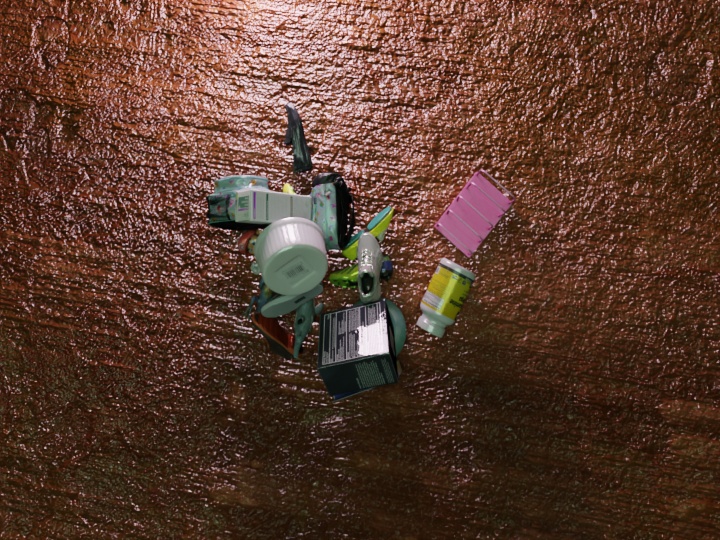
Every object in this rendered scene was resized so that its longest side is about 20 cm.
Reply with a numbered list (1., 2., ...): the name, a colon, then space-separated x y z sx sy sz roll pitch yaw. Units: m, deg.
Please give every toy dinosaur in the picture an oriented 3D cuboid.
1. toy dinosaur: -0.269 0.078 1.647 0.102 0.203 0.184 23 129 -9

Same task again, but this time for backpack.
1. backpack: -0.317 -0.190 1.564 0.194 0.174 0.159 7 94 29
2. backpack: -0.089 -0.157 1.566 0.122 0.167 0.208 -1 83 16

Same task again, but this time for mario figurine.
1. mario figurine: -0.250 -0.053 1.545 0.193 0.106 0.128 10 71 -4

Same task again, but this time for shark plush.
1. shark plush: -0.178 0.147 1.600 0.088 0.084 0.205 21 74 7

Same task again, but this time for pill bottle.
1. pill bottle: 0.238 0.080 1.568 0.110 0.112 0.205 25 94 4

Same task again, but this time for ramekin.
1. ramekin: -0.178 -0.030 1.453 0.196 0.202 0.099 -26 47 5

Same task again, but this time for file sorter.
1. file sorter: 0.322 -0.161 1.549 0.138 0.125 0.202 39 94 4

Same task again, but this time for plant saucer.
1. plant saucer: 0.036 0.174 1.601 0.193 0.036 0.208 -3 77 12

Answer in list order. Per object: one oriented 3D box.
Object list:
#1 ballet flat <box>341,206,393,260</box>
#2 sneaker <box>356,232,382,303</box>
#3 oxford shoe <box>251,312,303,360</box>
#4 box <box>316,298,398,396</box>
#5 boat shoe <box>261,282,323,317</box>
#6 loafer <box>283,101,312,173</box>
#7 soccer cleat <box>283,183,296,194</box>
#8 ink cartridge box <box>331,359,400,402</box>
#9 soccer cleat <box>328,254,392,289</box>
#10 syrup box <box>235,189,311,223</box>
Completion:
1. ballet flat: 0.030 -0.102 1.615 0.198 0.067 0.067 -39 109 7
2. sneaker: 0.024 -0.010 1.533 0.075 0.099 0.208 -6 80 7
3. oxford shoe: -0.254 0.201 1.602 0.072 0.072 0.200 -32 121 22
4. box: -0.007 0.205 1.479 0.192 0.203 0.126 -12 129 9
5. boat shoe: -0.195 0.069 1.562 0.195 0.069 0.058 -26 55 7
6. loafer: -0.195 -0.389 1.620 0.068 0.068 0.207 -15 93 -4
7. soccer cleat: -0.203 -0.150 1.619 0.081 0.065 0.207 -16 91 1
8. ink cartridge box: 0.019 0.308 1.548 0.192 0.200 0.048 -21 80 5
9. soccer cleat: 0.000 0.000 1.623 0.193 0.065 0.086 -10 63 9
10. syrup box: -0.229 -0.163 1.461 0.077 0.196 0.085 1 90 47
